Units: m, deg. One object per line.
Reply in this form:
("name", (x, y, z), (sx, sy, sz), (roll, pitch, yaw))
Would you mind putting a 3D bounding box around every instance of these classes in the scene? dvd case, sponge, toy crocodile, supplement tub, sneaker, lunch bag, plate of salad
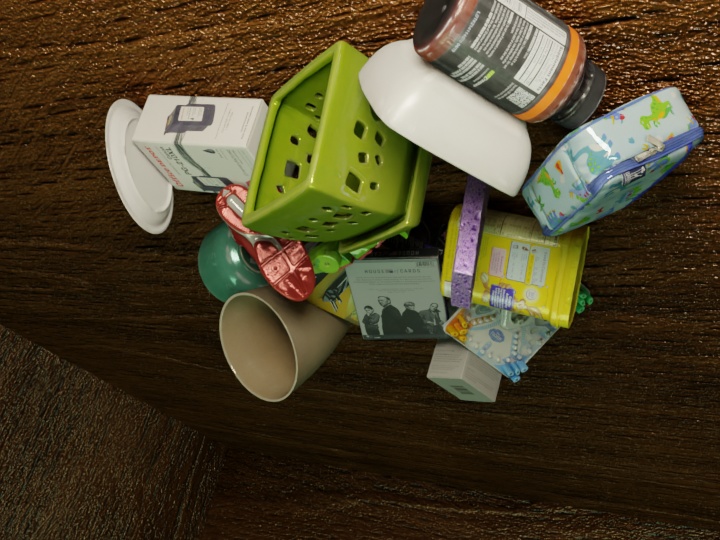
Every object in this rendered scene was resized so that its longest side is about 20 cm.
("dvd case", (0.060, 0.040, 1.438), (0.147, 0.025, 0.202), (-1, 139, 11))
("sponge", (0.148, -0.063, 1.208), (0.029, 0.204, 0.112), (8, 156, 10))
("toy crocodile", (-0.009, -0.042, 1.326), (0.062, 0.068, 0.198), (39, 131, -24))
("supplement tub", (0.158, -0.224, 0.946), (0.197, 0.109, 0.106), (26, 157, -22))
("sneaker", (-0.137, -0.038, 1.380), (0.202, 0.078, 0.116), (55, 174, 4))
("lunch bag", (0.286, -0.119, 1.045), (0.158, 0.084, 0.200), (-24, 168, -18))
("plate of salad", (-0.333, -0.152, 1.364), (0.047, 0.204, 0.201), (-13, 150, 14))

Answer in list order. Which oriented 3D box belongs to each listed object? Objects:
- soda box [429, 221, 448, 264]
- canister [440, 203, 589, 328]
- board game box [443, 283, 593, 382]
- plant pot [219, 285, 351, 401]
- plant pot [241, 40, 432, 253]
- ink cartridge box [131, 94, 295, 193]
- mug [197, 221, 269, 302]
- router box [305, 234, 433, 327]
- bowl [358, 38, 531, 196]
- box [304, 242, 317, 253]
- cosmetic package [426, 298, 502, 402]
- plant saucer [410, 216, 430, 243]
("soda box", (0.125, -0.006, 1.530), (0.062, 0.072, 0.200), (21, 158, -7))
("canister", (0.225, -0.011, 1.351), (0.196, 0.152, 0.086), (13, -162, 19))
("board game box", (0.259, 0.069, 1.478), (0.199, 0.200, 0.026), (35, -167, -37))
("plant pot", (-0.109, 0.097, 1.576), (0.185, 0.191, 0.198), (-5, -166, 43))
("plant pot", (-0.019, -0.136, 1.175), (0.179, 0.203, 0.199), (21, 158, -28))
("ink cartridge box", (-0.212, -0.182, 1.350), (0.196, 0.086, 0.145), (7, 156, 24))
("mug", (-0.188, -0.034, 1.628), (0.153, 0.185, 0.114), (51, 147, -11))
("router box", (0.000, 0.000, 1.464), (0.155, 0.053, 0.200), (25, 137, -17))
("bowl", (0.102, -0.184, 1.031), (0.197, 0.075, 0.201), (27, -159, -21))
("box", (-0.010, -0.018, 1.564), (0.154, 0.042, 0.200), (24, 158, -15))
("cosmetic package", (0.199, 0.110, 1.574), (0.084, 0.203, 0.107), (-5, 149, 46))
("plant saucer", (0.021, -0.087, 1.474), (0.196, 0.033, 0.201), (15, 159, 6))
